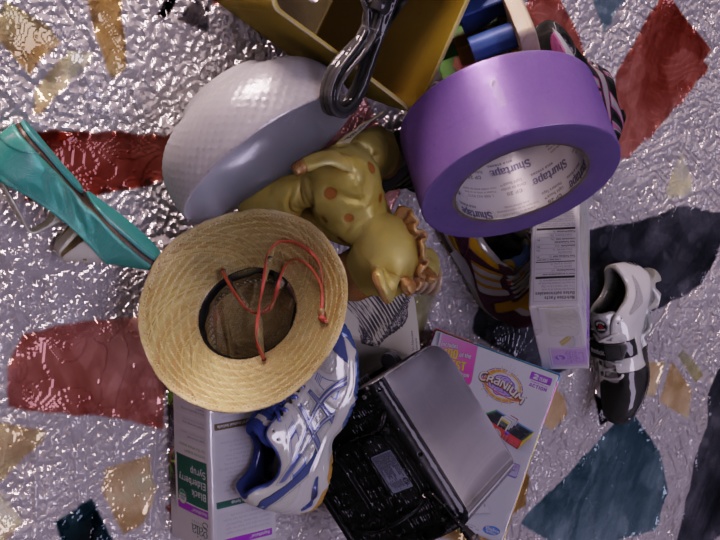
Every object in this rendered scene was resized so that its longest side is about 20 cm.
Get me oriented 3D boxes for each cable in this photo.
[{"bbox_3d":[0.009,-0.236,1.324,0.097,0.050,0.201,4,107,-55],"label":"cable"}]

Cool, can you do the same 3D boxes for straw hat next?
[{"bbox_3d":[-0.102,0.045,1.379,0.085,0.200,0.202,62,51,-74],"label":"straw hat"}]

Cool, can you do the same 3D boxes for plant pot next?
[{"bbox_3d":[-0.025,-0.288,1.412,0.200,0.176,0.201,32,77,-37],"label":"plant pot"}]

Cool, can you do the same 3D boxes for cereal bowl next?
[{"bbox_3d":[-0.108,-0.136,1.384,0.200,0.200,0.084,-31,79,-30],"label":"cereal bowl"}]

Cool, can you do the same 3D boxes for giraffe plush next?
[{"bbox_3d":[0.003,-0.042,1.423,0.172,0.200,0.163,-30,89,-30],"label":"giraffe plush"}]

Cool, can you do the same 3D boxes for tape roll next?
[{"bbox_3d":[0.142,-0.118,1.403,0.199,0.200,0.085,7,56,-38],"label":"tape roll"}]

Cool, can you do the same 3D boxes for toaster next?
[{"bbox_3d":[0.040,0.191,1.499,0.119,0.181,0.201,-36,94,-44],"label":"toaster"}]

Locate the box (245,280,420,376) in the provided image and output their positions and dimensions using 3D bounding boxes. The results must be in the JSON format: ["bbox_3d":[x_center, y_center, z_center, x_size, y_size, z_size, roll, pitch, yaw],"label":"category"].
[{"bbox_3d":[-0.032,0.047,1.514,0.199,0.068,0.083,20,53,-39],"label":"box"}]

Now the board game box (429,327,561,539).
[{"bbox_3d":[0.120,0.185,1.631,0.152,0.040,0.201,20,83,5],"label":"board game box"}]

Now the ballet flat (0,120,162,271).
[{"bbox_3d":[-0.268,-0.051,1.342,0.070,0.067,0.200,-41,123,3],"label":"ballet flat"}]

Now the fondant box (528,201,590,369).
[{"bbox_3d":[0.225,-0.010,1.641,0.145,0.058,0.201,68,24,-56],"label":"fondant box"}]

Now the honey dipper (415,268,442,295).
[{"bbox_3d":[0.000,0.000,1.573,0.199,0.038,0.038,7,93,-34],"label":"honey dipper"}]

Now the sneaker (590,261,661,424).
[{"bbox_3d":[0.310,0.087,1.805,0.088,0.074,0.201,15,78,-38],"label":"sneaker"}]

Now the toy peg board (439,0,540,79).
[{"bbox_3d":[0.122,-0.236,1.503,0.097,0.201,0.199,-20,145,5],"label":"toy peg board"}]

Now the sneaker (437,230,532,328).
[{"bbox_3d":[0.165,-0.002,1.661,0.075,0.090,0.200,-53,124,-19],"label":"sneaker"}]

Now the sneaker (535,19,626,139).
[{"bbox_3d":[0.253,-0.218,1.717,0.087,0.080,0.200,-58,135,-30],"label":"sneaker"}]

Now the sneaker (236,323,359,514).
[{"bbox_3d":[-0.063,0.139,1.413,0.088,0.075,0.201,10,93,-37],"label":"sneaker"}]

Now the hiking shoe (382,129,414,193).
[{"bbox_3d":[0.074,-0.109,1.582,0.200,0.076,0.101,-35,114,-29],"label":"hiking shoe"}]

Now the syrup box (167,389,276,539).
[{"bbox_3d":[-0.139,0.173,1.460,0.081,0.079,0.201,-7,101,-37],"label":"syrup box"}]
